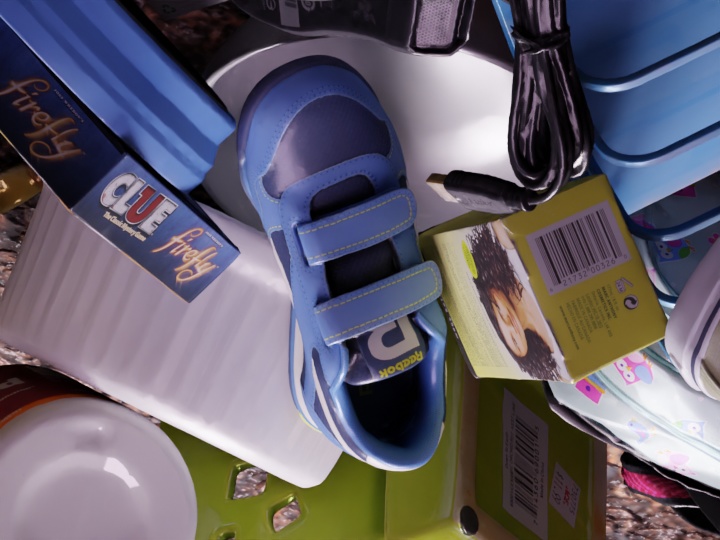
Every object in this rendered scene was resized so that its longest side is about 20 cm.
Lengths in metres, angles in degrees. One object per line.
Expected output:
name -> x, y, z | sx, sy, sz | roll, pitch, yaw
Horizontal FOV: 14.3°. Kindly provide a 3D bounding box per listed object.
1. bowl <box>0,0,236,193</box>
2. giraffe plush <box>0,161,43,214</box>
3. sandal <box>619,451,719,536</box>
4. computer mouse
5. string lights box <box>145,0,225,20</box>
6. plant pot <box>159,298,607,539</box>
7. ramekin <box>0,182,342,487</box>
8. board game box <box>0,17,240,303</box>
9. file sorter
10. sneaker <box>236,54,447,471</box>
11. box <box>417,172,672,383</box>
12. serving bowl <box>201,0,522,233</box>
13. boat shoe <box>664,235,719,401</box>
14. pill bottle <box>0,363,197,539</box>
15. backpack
bowl -> -0.128, -0.118, 1.213 | 0.039, 0.201, 0.201 | -44, 131, 2
giraffe plush -> -0.243, -0.023, 1.388 | 0.171, 0.163, 0.200 | 1, 146, 14
sandal -> 0.169, 0.113, 1.472 | 0.075, 0.200, 0.045 | 23, 108, -33
computer mouse -> 0.022, -0.097, 1.127 | 0.199, 0.046, 0.141 | 11, 118, 46
string lights box -> -0.096, -0.193, 1.183 | 0.102, 0.059, 0.200 | -14, 140, 32
plant pot -> 0.020, 0.126, 1.522 | 0.181, 0.201, 0.199 | -21, 136, 31
ramekin -> -0.080, 0.026, 1.397 | 0.200, 0.098, 0.200 | 25, 175, 2
board game box -> -0.144, -0.082, 1.240 | 0.035, 0.200, 0.135 | -43, 156, 1
file sorter -> 0.149, -0.075, 1.182 | 0.138, 0.123, 0.200 | -26, 138, -1
sneaker -> 0.000, 0.000, 1.263 | 0.074, 0.082, 0.201 | -21, 121, -12
box -> 0.073, 0.005, 1.218 | 0.050, 0.076, 0.200 | -24, -179, -8
serving bowl -> 0.022, -0.072, 1.328 | 0.199, 0.066, 0.201 | 8, 147, 5
boat shoe -> 0.192, -0.030, 1.098 | 0.072, 0.062, 0.201 | 15, 110, -46
pill bottle -> -0.160, 0.107, 1.409 | 0.114, 0.115, 0.200 | 24, 176, -20
backpack -> 0.186, 0.035, 1.386 | 0.199, 0.167, 0.127 | 23, 126, -13
